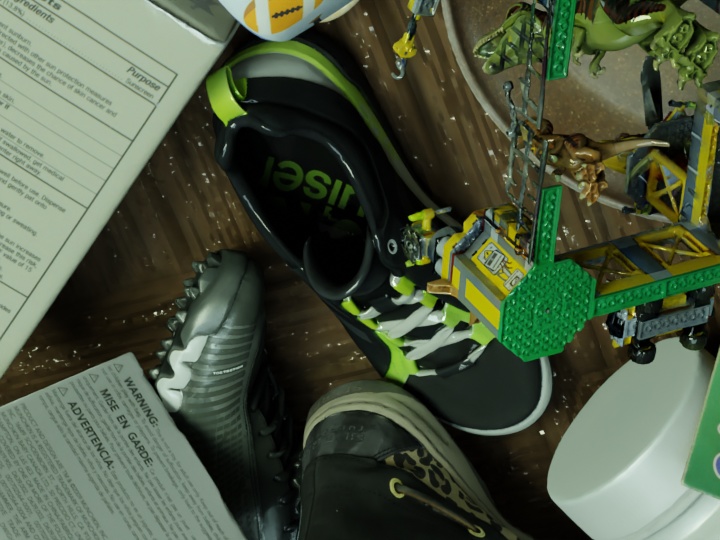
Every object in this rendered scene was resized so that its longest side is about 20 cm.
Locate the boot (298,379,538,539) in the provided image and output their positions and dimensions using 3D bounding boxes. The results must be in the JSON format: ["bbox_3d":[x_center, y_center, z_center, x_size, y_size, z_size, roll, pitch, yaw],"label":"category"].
[{"bbox_3d":[0.036,0.153,0.957,0.073,0.151,0.200,-29,109,26],"label":"boot"}]

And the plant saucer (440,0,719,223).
[{"bbox_3d":[0.128,-0.111,0.894,0.199,0.037,0.201,5,120,8],"label":"plant saucer"}]

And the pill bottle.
[{"bbox_3d":[0.171,0.120,0.978,0.200,0.112,0.112,41,119,-15],"label":"pill bottle"}]

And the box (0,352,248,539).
[{"bbox_3d":[-0.140,0.138,1.001,0.113,0.101,0.200,56,139,13],"label":"box"}]

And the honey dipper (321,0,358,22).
[{"bbox_3d":[-0.069,-0.155,0.863,0.038,0.038,0.200,-31,132,25],"label":"honey dipper"}]

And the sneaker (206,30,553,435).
[{"bbox_3d":[0.000,0.000,0.956,0.072,0.083,0.200,-30,111,25],"label":"sneaker"}]

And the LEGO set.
[{"bbox_3d":[0.074,-0.079,0.824,0.153,0.116,0.201,-20,128,-20],"label":"LEGO set"}]

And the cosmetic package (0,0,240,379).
[{"bbox_3d":[-0.131,-0.057,0.945,0.103,0.087,0.200,34,122,-8],"label":"cosmetic package"}]

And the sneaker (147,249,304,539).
[{"bbox_3d":[-0.048,0.077,1.025,0.090,0.067,0.201,14,126,-1],"label":"sneaker"}]

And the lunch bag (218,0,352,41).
[{"bbox_3d":[-0.044,-0.171,0.805,0.075,0.160,0.200,-38,94,26],"label":"lunch bag"}]

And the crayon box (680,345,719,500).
[{"bbox_3d":[0.231,0.055,0.916,0.199,0.126,0.052,22,153,-3],"label":"crayon box"}]
